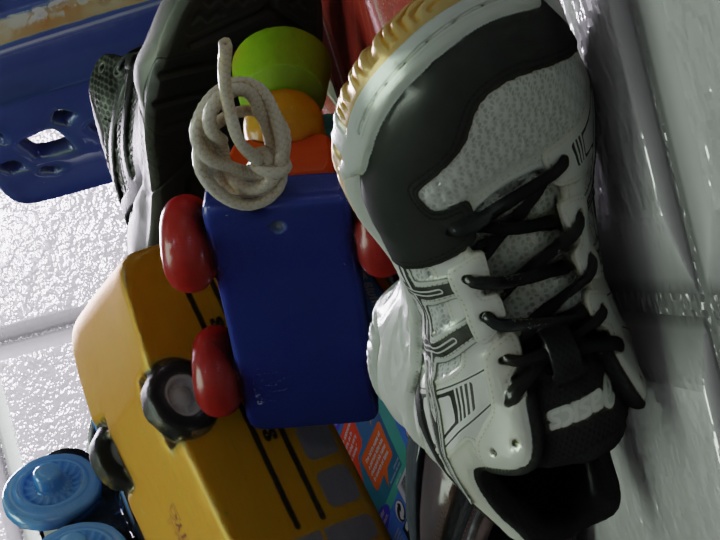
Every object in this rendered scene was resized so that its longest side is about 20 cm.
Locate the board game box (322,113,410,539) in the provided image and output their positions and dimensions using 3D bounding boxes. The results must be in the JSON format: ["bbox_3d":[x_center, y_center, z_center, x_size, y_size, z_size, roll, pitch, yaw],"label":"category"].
[{"bbox_3d":[-0.002,0.056,0.861,0.153,0.045,0.201,110,144,-44],"label":"board game box"}]

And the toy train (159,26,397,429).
[{"bbox_3d":[-0.028,-0.045,0.719,0.201,0.084,0.116,82,-176,-48],"label":"toy train"}]

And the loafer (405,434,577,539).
[{"bbox_3d":[0.053,0.133,0.738,0.063,0.071,0.202,-121,20,-56],"label":"loafer"}]

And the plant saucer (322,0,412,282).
[{"bbox_3d":[0.009,-0.097,0.758,0.201,0.036,0.201,84,170,-60],"label":"plant saucer"}]

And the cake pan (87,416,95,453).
[{"bbox_3d":[-0.041,0.095,1.023,0.037,0.199,0.202,-6,99,59],"label":"cake pan"}]

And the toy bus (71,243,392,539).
[{"bbox_3d":[-0.046,0.089,0.788,0.065,0.078,0.201,-44,69,50],"label":"toy bus"}]

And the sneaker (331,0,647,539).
[{"bbox_3d":[0.046,0.004,0.542,0.088,0.075,0.201,54,167,31],"label":"sneaker"}]

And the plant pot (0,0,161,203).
[{"bbox_3d":[-0.136,-0.165,1.035,0.180,0.198,0.202,44,-149,-76],"label":"plant pot"}]

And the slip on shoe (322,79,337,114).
[{"bbox_3d":[0.000,0.000,0.958,0.074,0.061,0.202,-128,25,-80],"label":"slip on shoe"}]

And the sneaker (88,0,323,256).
[{"bbox_3d":[-0.071,-0.084,0.841,0.200,0.076,0.115,103,150,-47],"label":"sneaker"}]

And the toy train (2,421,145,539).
[{"bbox_3d":[-0.084,0.137,0.874,0.200,0.113,0.087,-123,19,-51],"label":"toy train"}]
